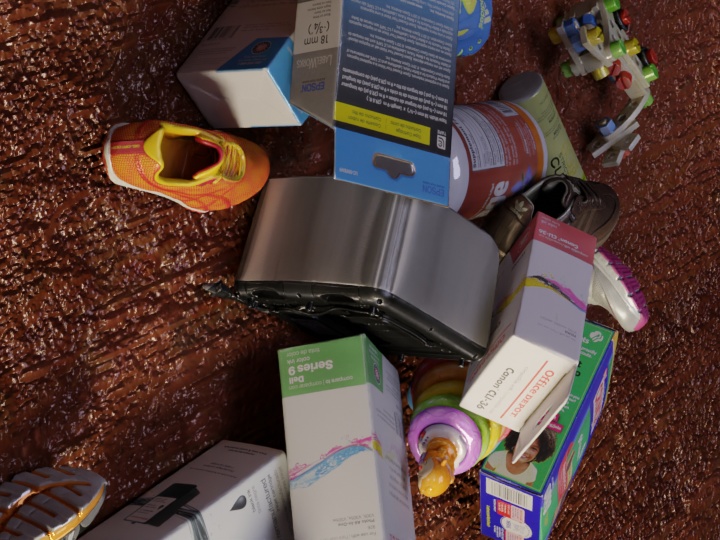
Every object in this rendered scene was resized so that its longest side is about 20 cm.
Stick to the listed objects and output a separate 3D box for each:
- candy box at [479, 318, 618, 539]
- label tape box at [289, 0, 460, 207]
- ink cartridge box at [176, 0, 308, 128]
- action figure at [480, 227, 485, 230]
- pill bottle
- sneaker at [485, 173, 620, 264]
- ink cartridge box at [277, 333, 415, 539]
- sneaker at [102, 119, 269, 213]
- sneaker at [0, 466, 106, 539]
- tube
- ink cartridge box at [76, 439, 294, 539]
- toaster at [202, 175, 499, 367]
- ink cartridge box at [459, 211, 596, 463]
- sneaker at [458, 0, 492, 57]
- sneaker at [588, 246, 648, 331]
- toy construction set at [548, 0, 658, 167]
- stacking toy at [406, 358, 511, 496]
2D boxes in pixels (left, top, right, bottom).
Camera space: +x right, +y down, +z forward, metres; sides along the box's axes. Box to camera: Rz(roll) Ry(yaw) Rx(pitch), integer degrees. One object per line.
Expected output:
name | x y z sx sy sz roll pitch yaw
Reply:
candy box | 0.193 0.168 1.818 0.170 0.076 0.201 82 31 -61
label tape box | 0.012 -0.161 1.465 0.143 0.063 0.202 11 80 -44
ink cartridge box | -0.056 -0.216 1.528 0.201 0.115 0.067 -56 129 -29
action figure | 0.118 0.055 1.749 0.102 0.118 0.202 -23 104 -40
pill bottle | 0.082 -0.101 1.697 0.199 0.111 0.114 -13 102 -47
sneaker | 0.203 -0.059 1.727 0.199 0.070 0.076 -24 152 -45
ink cartridge box | -0.009 0.175 1.550 0.145 0.087 0.202 52 29 -69
sneaker | -0.131 -0.085 1.477 0.199 0.076 0.074 -1 93 -59
sneaker | -0.268 0.229 1.355 0.200 0.078 0.078 -45 137 -33
tube | 0.206 -0.123 1.888 0.058 0.052 0.201 -28 127 1
ink cartridge box | -0.139 0.256 1.488 0.199 0.082 0.148 -33 117 -43
toaster | 0.000 0.000 1.560 0.199 0.179 0.120 30 68 -48
ink cartridge box | 0.150 0.060 1.592 0.067 0.117 0.201 23 46 -8
sneaker | 0.081 -0.231 1.714 0.201 0.075 0.105 -57 131 -30
sneaker | 0.212 0.002 1.818 0.088 0.200 0.081 -51 155 10
toy construction set | 0.273 -0.216 1.922 0.132 0.091 0.201 -80 153 -46
stacking toy | 0.083 0.149 1.622 0.109 0.116 0.200 34 30 -1
